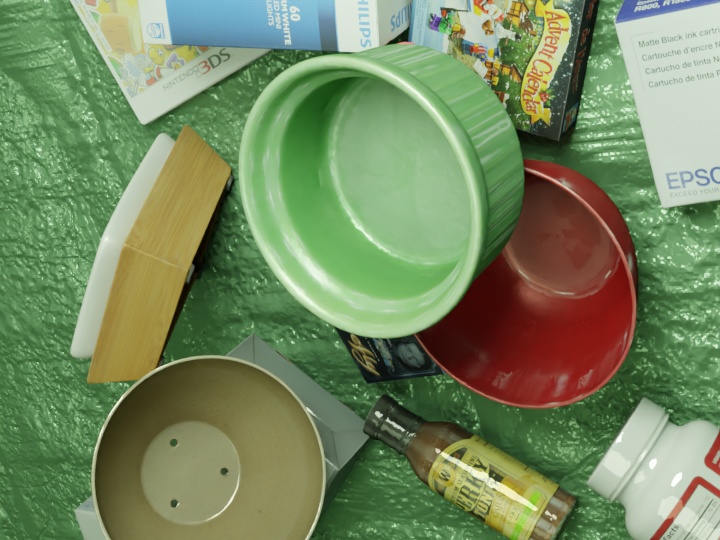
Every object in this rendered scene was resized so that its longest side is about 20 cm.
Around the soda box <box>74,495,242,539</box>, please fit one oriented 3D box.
[{"bbox_3d":[-0.181,0.257,1.299,0.198,0.064,0.069,3,116,32],"label":"soda box"}]

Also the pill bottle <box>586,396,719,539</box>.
[{"bbox_3d":[0.282,0.191,1.040,0.199,0.112,0.113,35,128,12],"label":"pill bottle"}]

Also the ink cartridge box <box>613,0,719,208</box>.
[{"bbox_3d":[0.278,-0.151,0.906,0.198,0.041,0.202,-7,110,34],"label":"ink cartridge box"}]

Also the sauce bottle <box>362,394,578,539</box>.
[{"bbox_3d":[0.094,0.178,1.183,0.199,0.065,0.065,28,127,16],"label":"sauce bottle"}]

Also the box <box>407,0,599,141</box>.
[{"bbox_3d":[0.108,-0.211,0.983,0.135,0.038,0.202,20,124,23],"label":"box"}]

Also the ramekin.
[{"bbox_3d":[0.020,-0.063,0.942,0.198,0.097,0.202,15,118,30],"label":"ramekin"}]

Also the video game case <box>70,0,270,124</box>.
[{"bbox_3d":[-0.179,-0.249,1.153,0.181,0.023,0.201,-22,101,38],"label":"video game case"}]

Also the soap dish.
[{"bbox_3d":[-0.181,-0.012,1.179,0.080,0.201,0.158,20,126,-4],"label":"soap dish"}]

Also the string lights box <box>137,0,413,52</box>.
[{"bbox_3d":[-0.062,-0.212,1.031,0.198,0.103,0.060,5,116,20],"label":"string lights box"}]

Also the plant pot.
[{"bbox_3d":[-0.142,0.180,1.174,0.201,0.200,0.134,54,163,-4],"label":"plant pot"}]

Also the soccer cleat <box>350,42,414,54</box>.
[{"bbox_3d":[-0.016,-0.141,1.066,0.199,0.066,0.077,10,103,53],"label":"soccer cleat"}]

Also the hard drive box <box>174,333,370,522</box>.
[{"bbox_3d":[-0.099,0.189,1.301,0.155,0.077,0.201,38,128,10],"label":"hard drive box"}]

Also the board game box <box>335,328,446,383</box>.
[{"bbox_3d":[0.000,0.000,1.135,0.201,0.034,0.135,60,151,-8],"label":"board game box"}]

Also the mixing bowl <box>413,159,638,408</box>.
[{"bbox_3d":[0.135,-0.006,1.029,0.198,0.108,0.202,15,121,26],"label":"mixing bowl"}]
